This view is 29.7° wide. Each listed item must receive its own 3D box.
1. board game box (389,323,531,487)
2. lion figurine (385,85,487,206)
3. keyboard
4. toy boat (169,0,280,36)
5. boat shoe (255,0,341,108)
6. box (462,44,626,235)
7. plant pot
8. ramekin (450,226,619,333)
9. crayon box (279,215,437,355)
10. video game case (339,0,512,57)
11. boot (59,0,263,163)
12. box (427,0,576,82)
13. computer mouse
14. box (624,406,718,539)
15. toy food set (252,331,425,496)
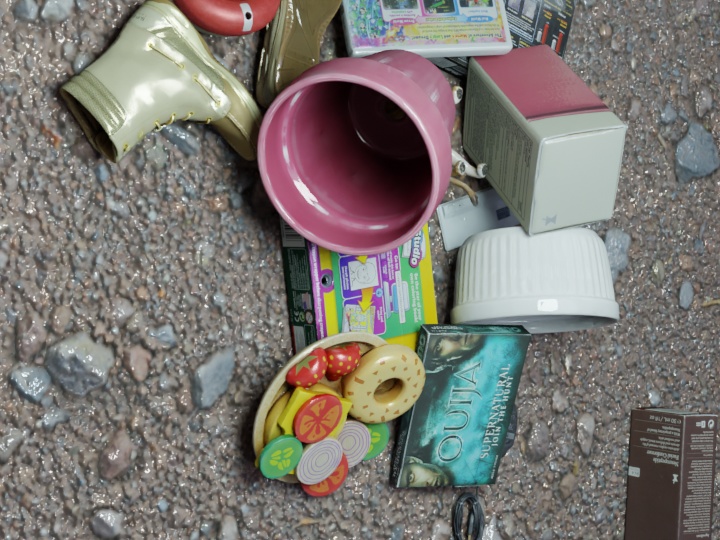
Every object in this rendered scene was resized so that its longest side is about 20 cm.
[{"bbox_3d":[0.115,0.159,1.581,0.134,0.028,0.202,1,112,-23],"label":"board game box"},{"bbox_3d":[0.066,-0.162,1.562,0.073,0.121,0.202,-47,132,-41],"label":"lion figurine"},{"bbox_3d":[0.175,-0.079,1.689,0.198,0.011,0.057,-21,108,-33],"label":"keyboard"},{"bbox_3d":[-0.132,-0.343,1.387,0.129,0.130,0.203,-12,98,-34],"label":"toy boat"},{"bbox_3d":[-0.073,-0.274,1.470,0.071,0.064,0.202,23,77,-35],"label":"boat shoe"},{"bbox_3d":[0.206,-0.154,1.561,0.108,0.201,0.129,-11,129,-17],"label":"box"},{"bbox_3d":[0.015,-0.143,1.422,0.202,0.198,0.179,65,31,-18],"label":"plant pot"},{"bbox_3d":[0.202,0.012,1.602,0.198,0.199,0.107,5,79,-35],"label":"ramekin"},{"bbox_3d":[0.000,0.000,1.535,0.171,0.058,0.203,-10,97,-36],"label":"crayon box"},{"bbox_3d":[0.065,-0.329,1.537,0.197,0.024,0.184,-5,77,-21],"label":"video game case"},{"bbox_3d":[-0.195,-0.156,1.382,0.156,0.072,0.201,-50,116,-24],"label":"boot"},{"bbox_3d":[0.167,-0.301,1.652,0.198,0.050,0.160,20,79,-34],"label":"box"},{"bbox_3d":[0.147,0.242,1.668,0.058,0.034,0.203,16,89,-26],"label":"computer mouse"},{"bbox_3d":[0.414,0.288,1.814,0.074,0.100,0.203,3,89,-35],"label":"box"},{"bbox_3d":[-0.030,0.157,1.481,0.199,0.049,0.199,16,108,-45],"label":"toy food set"}]
